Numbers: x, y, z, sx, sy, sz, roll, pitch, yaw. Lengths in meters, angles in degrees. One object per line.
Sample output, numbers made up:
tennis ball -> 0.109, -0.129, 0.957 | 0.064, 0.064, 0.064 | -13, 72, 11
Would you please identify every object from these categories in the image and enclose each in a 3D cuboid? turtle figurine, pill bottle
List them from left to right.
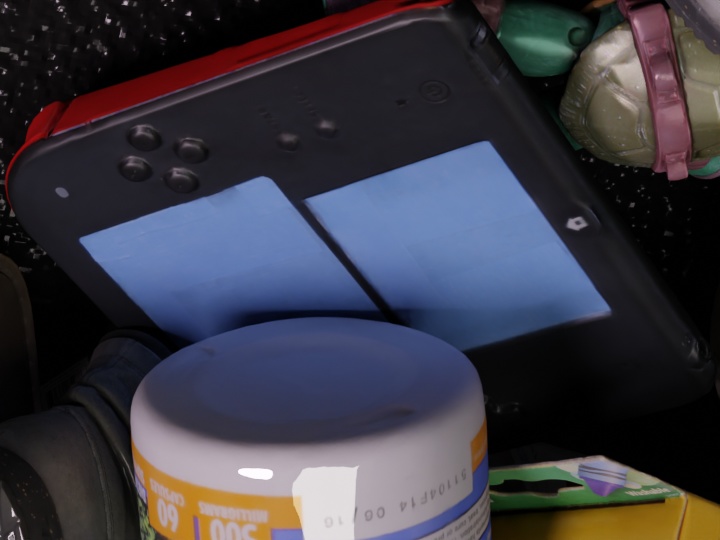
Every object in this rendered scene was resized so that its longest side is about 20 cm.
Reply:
pill bottle -> -0.011, 0.126, 0.763 | 0.111, 0.112, 0.202 | -7, 110, -10
turtle figurine -> 0.091, -0.077, 0.759 | 0.198, 0.101, 0.151 | -11, 122, 2

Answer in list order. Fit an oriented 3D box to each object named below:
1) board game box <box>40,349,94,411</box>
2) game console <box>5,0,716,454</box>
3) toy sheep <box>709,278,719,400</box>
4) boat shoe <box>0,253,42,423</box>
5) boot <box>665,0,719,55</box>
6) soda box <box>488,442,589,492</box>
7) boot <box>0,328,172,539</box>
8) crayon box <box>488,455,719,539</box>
board game box -> -0.139, 0.131, 0.878 | 0.199, 0.029, 0.135 | -32, 126, 8
game console -> 0.000, 0.000, 0.776 | 0.176, 0.031, 0.200 | -13, 137, 29
toy sheep -> 0.183, 0.026, 0.808 | 0.137, 0.200, 0.139 | 0, 90, 6
boat shoe -> -0.146, 0.090, 0.798 | 0.068, 0.072, 0.202 | 4, 97, 24
boot -> 0.114, -0.131, 0.656 | 0.070, 0.200, 0.132 | -48, 172, -26
soda box -> 0.043, 0.163, 0.925 | 0.063, 0.068, 0.201 | 16, 119, -24
boot -> -0.087, 0.129, 0.777 | 0.067, 0.131, 0.202 | 7, 107, 24
crayon box -> 0.117, 0.120, 0.798 | 0.199, 0.125, 0.052 | 23, 71, -26
